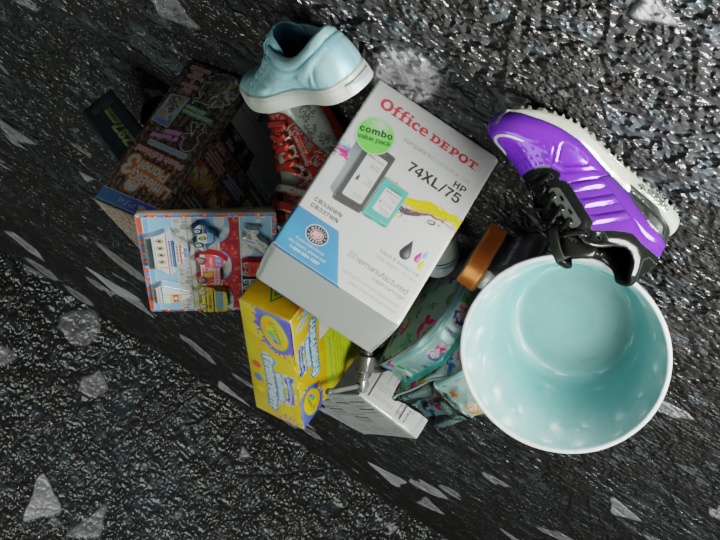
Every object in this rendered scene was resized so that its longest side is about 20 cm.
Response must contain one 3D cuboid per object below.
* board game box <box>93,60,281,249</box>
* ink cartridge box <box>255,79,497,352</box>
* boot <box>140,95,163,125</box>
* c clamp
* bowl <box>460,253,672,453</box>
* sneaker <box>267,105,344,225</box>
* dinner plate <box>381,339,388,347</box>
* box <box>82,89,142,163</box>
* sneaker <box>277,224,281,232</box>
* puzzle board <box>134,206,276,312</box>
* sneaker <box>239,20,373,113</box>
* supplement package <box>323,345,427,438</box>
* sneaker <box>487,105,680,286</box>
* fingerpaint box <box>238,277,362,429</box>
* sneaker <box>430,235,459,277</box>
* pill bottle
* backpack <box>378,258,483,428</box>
[{"bbox_3d":[-0.183,-0.107,1.545,0.096,0.201,0.160,22,161,30],"label":"board game box"},{"bbox_3d":[0.014,-0.052,1.337,0.146,0.201,0.146,32,163,-2],"label":"ink cartridge box"},{"bbox_3d":[-0.193,-0.143,1.716,0.200,0.075,0.097,42,174,2],"label":"boot"},{"bbox_3d":[0.029,0.049,1.573,0.027,0.202,0.170,14,-176,27],"label":"c clamp"},{"bbox_3d":[0.202,0.064,1.297,0.200,0.202,0.105,32,-156,2],"label":"bowl"},{"bbox_3d":[-0.067,-0.116,1.430,0.067,0.108,0.202,6,139,55],"label":"sneaker"},{"bbox_3d":[0.112,0.100,1.710,0.199,0.200,0.024,33,123,-2],"label":"dinner plate"},{"bbox_3d":[-0.267,-0.127,1.708,0.158,0.051,0.200,50,177,12],"label":"box"},{"bbox_3d":[-0.060,-0.026,1.680,0.115,0.075,0.200,57,154,11],"label":"sneaker"},{"bbox_3d":[-0.167,-0.006,1.488,0.149,0.018,0.201,-2,147,-4],"label":"puzzle board"},{"bbox_3d":[-0.066,-0.206,1.295,0.199,0.074,0.082,1,131,53],"label":"sneaker"},{"bbox_3d":[0.041,0.147,1.945,0.111,0.156,0.200,37,163,-15],"label":"supplement package"},{"bbox_3d":[0.185,-0.058,1.173,0.199,0.100,0.070,35,161,-11],"label":"sneaker"},{"bbox_3d":[-0.058,0.052,1.534,0.073,0.167,0.201,22,144,21],"label":"fingerpaint box"},{"bbox_3d":[0.030,-0.068,1.527,0.199,0.073,0.071,27,138,21],"label":"sneaker"},{"bbox_3d":[0.200,0.032,1.401,0.199,0.107,0.106,31,164,2],"label":"pill bottle"},{"bbox_3d":[0.130,0.078,1.545,0.150,0.178,0.199,41,149,-19],"label":"backpack"}]
